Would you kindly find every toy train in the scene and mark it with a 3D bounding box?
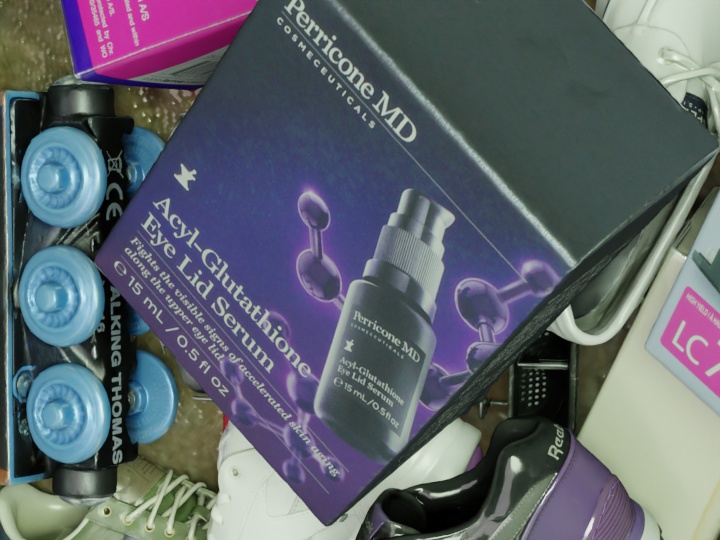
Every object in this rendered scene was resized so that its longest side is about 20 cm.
[{"bbox_3d":[-0.151,0.009,0.974,0.113,0.087,0.202,1,94,27],"label":"toy train"}]

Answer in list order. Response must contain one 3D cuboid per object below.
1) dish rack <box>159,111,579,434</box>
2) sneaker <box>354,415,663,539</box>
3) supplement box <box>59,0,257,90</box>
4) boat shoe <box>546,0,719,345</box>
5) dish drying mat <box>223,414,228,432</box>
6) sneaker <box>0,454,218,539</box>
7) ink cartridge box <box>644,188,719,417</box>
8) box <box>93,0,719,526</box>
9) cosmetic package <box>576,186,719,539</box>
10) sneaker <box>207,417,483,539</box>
[{"bbox_3d":[0.000,0.000,0.920,0.198,0.055,0.155,2,106,10],"label":"dish rack"},{"bbox_3d":[0.016,0.131,0.822,0.200,0.076,0.088,-39,110,11],"label":"sneaker"},{"bbox_3d":[-0.023,-0.152,0.866,0.198,0.101,0.104,-14,85,25],"label":"supplement box"},{"bbox_3d":[0.122,-0.063,0.833,0.073,0.065,0.202,15,100,-22],"label":"boat shoe"},{"bbox_3d":[-0.033,-0.006,0.969,0.076,0.018,0.202,5,107,21],"label":"dish drying mat"},{"bbox_3d":[-0.098,0.131,1.007,0.199,0.067,0.091,-11,105,28],"label":"sneaker"},{"bbox_3d":[0.183,-0.017,0.710,0.119,0.042,0.201,44,126,32],"label":"ink cartridge box"},{"bbox_3d":[0.011,-0.025,0.779,0.148,0.104,0.200,47,137,8],"label":"box"},{"bbox_3d":[0.130,0.076,0.876,0.071,0.105,0.201,28,115,11],"label":"cosmetic package"},{"bbox_3d":[-0.038,0.115,0.911,0.100,0.075,0.200,43,106,-1],"label":"sneaker"}]
